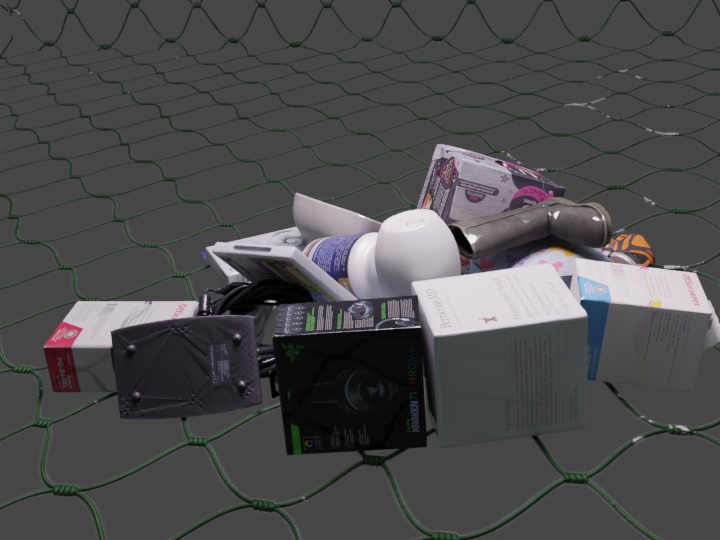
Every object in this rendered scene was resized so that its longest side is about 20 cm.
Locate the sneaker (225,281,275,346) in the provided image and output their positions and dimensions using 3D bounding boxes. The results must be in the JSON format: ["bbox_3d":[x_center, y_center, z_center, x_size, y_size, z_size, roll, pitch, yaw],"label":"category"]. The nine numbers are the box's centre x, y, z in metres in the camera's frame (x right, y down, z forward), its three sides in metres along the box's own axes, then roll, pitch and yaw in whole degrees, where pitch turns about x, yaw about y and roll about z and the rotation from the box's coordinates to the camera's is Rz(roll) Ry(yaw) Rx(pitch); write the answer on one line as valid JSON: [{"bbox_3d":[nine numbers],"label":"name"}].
[{"bbox_3d":[-0.175,0.054,1.647,0.072,0.072,0.201,-5,24,-1],"label":"sneaker"}]

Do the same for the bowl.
[{"bbox_3d":[-0.013,-0.064,1.809,0.199,0.076,0.199,23,4,40],"label":"bowl"}]

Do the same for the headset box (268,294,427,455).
[{"bbox_3d":[-0.017,0.134,1.316,0.196,0.177,0.093,-3,23,2],"label":"headset box"}]

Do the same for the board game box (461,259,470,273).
[{"bbox_3d":[0.192,-0.034,1.728,0.197,0.047,0.151,10,17,-28],"label":"board game box"}]

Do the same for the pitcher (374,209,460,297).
[{"bbox_3d":[0.089,0.012,1.484,0.119,0.203,0.172,-12,22,5],"label":"pitcher"}]

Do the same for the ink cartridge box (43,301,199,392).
[{"bbox_3d":[-0.347,0.112,1.533,0.197,0.085,0.146,0,25,7],"label":"ink cartridge box"}]

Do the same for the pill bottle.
[{"bbox_3d":[0.000,0.000,1.622,0.115,0.117,0.199,-25,13,-38],"label":"pill bottle"}]

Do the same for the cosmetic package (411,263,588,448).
[{"bbox_3d":[0.180,0.109,1.350,0.197,0.169,0.168,-7,24,-5],"label":"cosmetic package"}]

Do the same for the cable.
[{"bbox_3d":[-0.151,0.084,1.500,0.197,0.051,0.165,5,48,7],"label":"cable"}]

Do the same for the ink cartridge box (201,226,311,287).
[{"bbox_3d":[-0.177,-0.033,1.877,0.197,0.041,0.200,-14,26,-20],"label":"ink cartridge box"}]

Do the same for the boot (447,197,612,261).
[{"bbox_3d":[0.248,-0.058,1.531,0.197,0.074,0.181,-9,13,-24],"label":"boot"}]

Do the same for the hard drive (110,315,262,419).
[{"bbox_3d":[-0.238,0.132,1.422,0.197,0.137,0.042,-6,4,-2],"label":"hard drive"}]

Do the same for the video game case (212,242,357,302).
[{"bbox_3d":[-0.103,0.017,1.568,0.180,0.200,0.022,5,64,43],"label":"video game case"}]

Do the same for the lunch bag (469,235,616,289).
[{"bbox_3d":[0.281,0.022,1.582,0.197,0.129,0.170,-3,24,-21],"label":"lunch bag"}]

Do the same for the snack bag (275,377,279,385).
[{"bbox_3d":[-0.005,0.131,1.511,0.186,0.022,0.200,8,27,24],"label":"snack bag"}]

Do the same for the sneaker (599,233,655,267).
[{"bbox_3d":[0.409,-0.032,1.753,0.199,0.079,0.111,29,34,33],"label":"sneaker"}]

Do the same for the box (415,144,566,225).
[{"bbox_3d":[0.210,-0.111,1.670,0.197,0.134,0.115,12,15,-22],"label":"box"}]

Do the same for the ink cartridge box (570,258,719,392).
[{"bbox_3d":[0.388,0.076,1.417,0.197,0.127,0.129,7,26,5],"label":"ink cartridge box"}]
